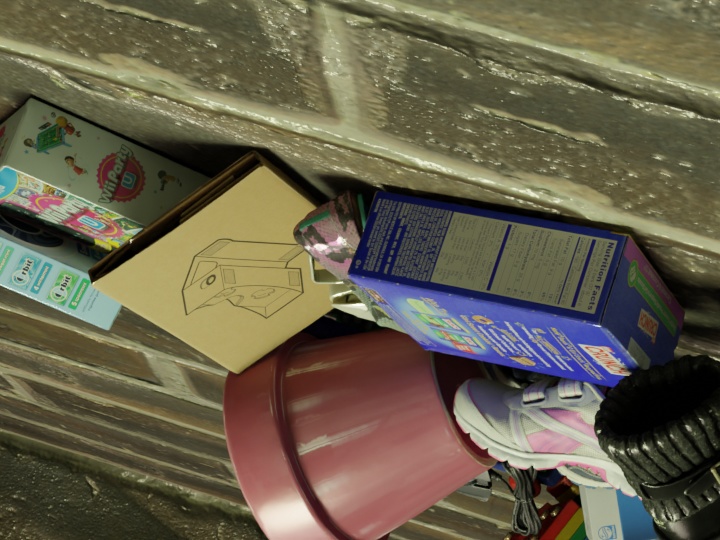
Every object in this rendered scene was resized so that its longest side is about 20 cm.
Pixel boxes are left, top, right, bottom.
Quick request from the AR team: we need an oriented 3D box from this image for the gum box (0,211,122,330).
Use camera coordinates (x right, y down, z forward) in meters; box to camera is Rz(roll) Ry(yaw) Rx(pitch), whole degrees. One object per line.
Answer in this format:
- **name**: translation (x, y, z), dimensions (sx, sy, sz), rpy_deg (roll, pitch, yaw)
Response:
- **gum box**: translation (-0.300, -0.038, 1.636), dimensions (0.200, 0.045, 0.170), rpy_deg (24, -164, -20)

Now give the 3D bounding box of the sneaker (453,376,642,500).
- **sneaker**: translation (0.170, 0.108, 1.500), dimensions (0.200, 0.088, 0.081), rpy_deg (13, -156, 18)

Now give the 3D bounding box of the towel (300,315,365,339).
- **towel**: translation (-0.009, 0.079, 1.766), dimensions (0.200, 0.050, 0.148), rpy_deg (22, 159, -14)

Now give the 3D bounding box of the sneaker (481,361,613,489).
- **sneaker**: translation (0.161, 0.104, 1.588), dimensions (0.200, 0.077, 0.085), rpy_deg (39, 166, 38)

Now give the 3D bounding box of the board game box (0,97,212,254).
- **board game box**: translation (-0.202, -0.059, 1.552), dimensions (0.200, 0.064, 0.148), rpy_deg (24, 164, -19)

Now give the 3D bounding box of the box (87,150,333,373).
- **box**: translation (-0.090, -0.001, 1.500), dimensions (0.163, 0.021, 0.200), rpy_deg (-35, 145, 13)

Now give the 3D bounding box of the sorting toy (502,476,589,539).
- **sorting toy**: translation (0.216, 0.251, 1.950), dimensions (0.070, 0.200, 0.199), rpy_deg (41, 163, -1)

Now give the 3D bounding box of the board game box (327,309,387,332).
- **board game box**: translation (0.001, 0.030, 1.704), dimensions (0.200, 0.026, 0.200), rpy_deg (4, 160, 44)

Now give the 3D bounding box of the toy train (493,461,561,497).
- **toy train**: translation (0.109, 0.144, 1.918), dimensions (0.200, 0.085, 0.116), rpy_deg (15, 151, 43)

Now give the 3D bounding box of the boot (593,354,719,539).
- **boot**: translation (0.278, 0.106, 1.398), dimensions (0.079, 0.211, 0.158), rpy_deg (39, 163, 51)

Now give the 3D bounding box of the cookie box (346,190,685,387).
- **cookie box**: translation (0.118, 0.019, 1.413), dimensions (0.200, 0.075, 0.171), rpy_deg (11, 164, 27)

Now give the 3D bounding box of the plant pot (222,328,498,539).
- **plant pot**: translation (0.012, 0.131, 1.611), dimensions (0.179, 0.200, 0.200), rpy_deg (-23, 148, 22)

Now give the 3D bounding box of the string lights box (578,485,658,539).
- **string lights box**: translation (0.296, 0.197, 1.689), dimensions (0.200, 0.059, 0.103), rpy_deg (-9, 178, 2)

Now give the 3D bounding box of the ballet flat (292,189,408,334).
- **ballet flat**: translation (0.000, 0.000, 1.487), dimensions (0.071, 0.069, 0.200), rpy_deg (-16, 151, 15)

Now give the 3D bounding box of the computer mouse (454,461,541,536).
- **computer mouse**: translation (0.091, 0.172, 1.857), dimensions (0.200, 0.046, 0.140), rpy_deg (37, 150, 31)
